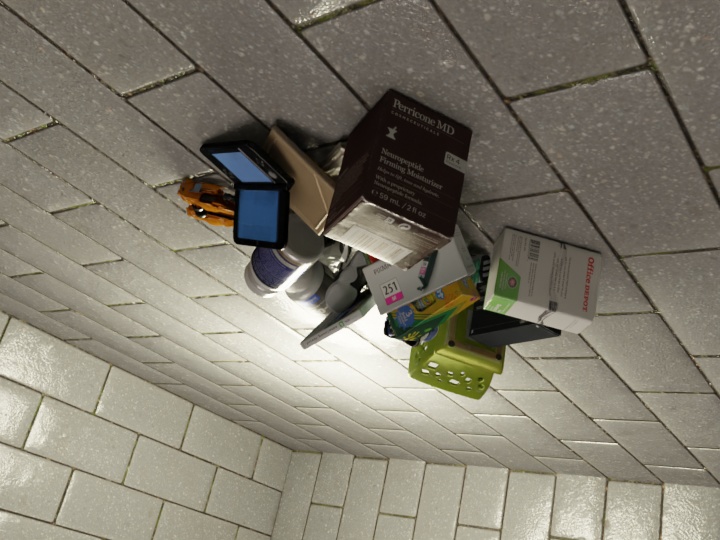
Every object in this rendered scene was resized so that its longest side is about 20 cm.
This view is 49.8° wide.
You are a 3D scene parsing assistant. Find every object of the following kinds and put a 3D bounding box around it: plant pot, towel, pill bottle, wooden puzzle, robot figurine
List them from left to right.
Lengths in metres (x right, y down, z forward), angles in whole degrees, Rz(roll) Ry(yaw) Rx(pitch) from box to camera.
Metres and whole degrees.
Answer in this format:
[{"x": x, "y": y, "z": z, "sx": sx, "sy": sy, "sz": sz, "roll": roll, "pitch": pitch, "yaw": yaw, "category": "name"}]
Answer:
[{"x": -0.280, "y": -0.134, "z": 1.635, "sx": 0.196, "sy": 0.059, "sz": 0.146, "roll": 12, "pitch": 157, "yaw": 7, "category": "robot figurine"}, {"x": -0.171, "y": -0.026, "z": 1.677, "sx": 0.114, "sy": 0.118, "sz": 0.200, "roll": 24, "pitch": 141, "yaw": -22, "category": "pill bottle"}, {"x": -0.111, "y": -0.166, "z": 1.432, "sx": 0.185, "sy": 0.037, "sz": 0.200, "roll": 44, "pitch": 156, "yaw": -3, "category": "wooden puzzle"}, {"x": -0.112, "y": 0.040, "z": 1.850, "sx": 0.112, "sy": 0.116, "sz": 0.200, "roll": -3, "pitch": 152, "yaw": 34, "category": "pill bottle"}, {"x": 0.025, "y": -0.169, "z": 1.412, "sx": 0.197, "sy": 0.035, "sz": 0.132, "roll": 23, "pitch": 156, "yaw": -21, "category": "towel"}, {"x": 0.240, "y": 0.162, "z": 1.824, "sx": 0.195, "sy": 0.203, "sz": 0.182, "roll": 18, "pitch": 151, "yaw": -8, "category": "plant pot"}]

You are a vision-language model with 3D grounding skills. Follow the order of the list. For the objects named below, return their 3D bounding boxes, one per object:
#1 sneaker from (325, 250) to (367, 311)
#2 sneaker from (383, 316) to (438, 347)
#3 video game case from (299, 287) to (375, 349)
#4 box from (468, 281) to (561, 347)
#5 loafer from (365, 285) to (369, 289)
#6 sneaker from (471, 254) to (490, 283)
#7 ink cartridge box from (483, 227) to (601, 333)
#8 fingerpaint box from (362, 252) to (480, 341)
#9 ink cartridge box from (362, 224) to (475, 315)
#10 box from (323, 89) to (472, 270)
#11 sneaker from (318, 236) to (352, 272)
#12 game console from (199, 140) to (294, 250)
[{"x": 0.000, "y": 0.000, "z": 1.677, "sx": 0.075, "sy": 0.200, "sz": 0.114, "roll": 44, "pitch": -177, "yaw": -4, "category": "sneaker"}, {"x": 0.082, "y": 0.069, "z": 1.557, "sx": 0.080, "sy": 0.115, "sz": 0.202, "roll": -26, "pitch": 95, "yaw": 31, "category": "sneaker"}, {"x": -0.021, "y": 0.087, "z": 1.675, "sx": 0.181, "sy": 0.200, "sz": 0.022, "roll": -31, "pitch": 96, "yaw": 33, "category": "video game case"}, {"x": 0.330, "y": 0.074, "z": 1.635, "sx": 0.078, "sy": 0.144, "sz": 0.199, "roll": 28, "pitch": 154, "yaw": -29, "category": "box"}, {"x": 0.051, "y": 0.056, "z": 1.844, "sx": 0.069, "sy": 0.071, "sz": 0.200, "roll": 2, "pitch": 154, "yaw": 23, "category": "loafer"}, {"x": 0.187, "y": 0.001, "z": 1.569, "sx": 0.086, "sy": 0.076, "sz": 0.198, "roll": 7, "pitch": -174, "yaw": 35, "category": "sneaker"}, {"x": 0.351, "y": 0.021, "z": 1.498, "sx": 0.196, "sy": 0.148, "sz": 0.084, "roll": 15, "pitch": 157, "yaw": -1, "category": "ink cartridge box"}, {"x": 0.108, "y": 0.003, "z": 1.458, "sx": 0.166, "sy": 0.203, "sz": 0.073, "roll": -35, "pitch": 153, "yaw": 30, "category": "fingerpaint box"}, {"x": 0.087, "y": -0.039, "z": 1.384, "sx": 0.198, "sy": 0.177, "sz": 0.043, "roll": -26, "pitch": 173, "yaw": 32, "category": "ink cartridge box"}, {"x": 0.059, "y": -0.139, "z": 1.246, "sx": 0.163, "sy": 0.204, "sz": 0.164, "roll": 21, "pitch": 156, "yaw": -17, "category": "box"}, {"x": -0.058, "y": -0.055, "z": 1.665, "sx": 0.078, "sy": 0.075, "sz": 0.200, "roll": 24, "pitch": 155, "yaw": -8, "category": "sneaker"}, {"x": -0.220, "y": -0.141, "z": 1.441, "sx": 0.198, "sy": 0.118, "sz": 0.176, "roll": 8, "pitch": 152, "yaw": 51, "category": "game console"}]
